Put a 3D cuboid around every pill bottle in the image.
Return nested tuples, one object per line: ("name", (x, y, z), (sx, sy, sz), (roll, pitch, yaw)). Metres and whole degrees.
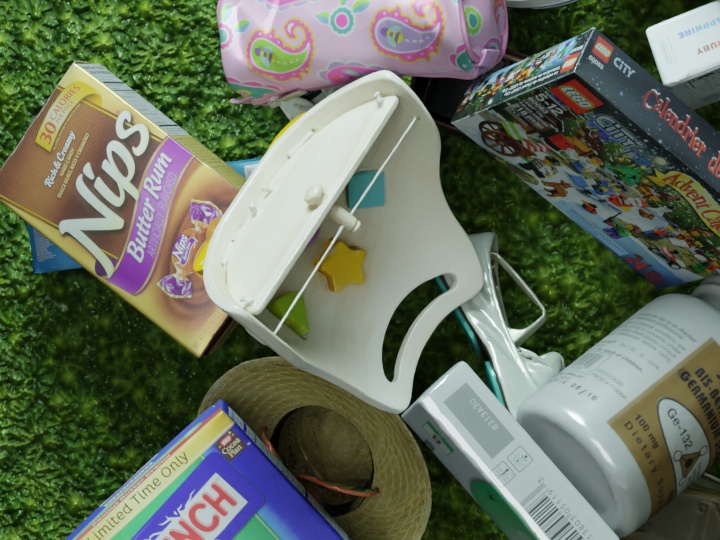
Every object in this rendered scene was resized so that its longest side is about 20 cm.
("pill bottle", (0.213, 0.081, 1.398), (0.200, 0.114, 0.114), (-36, 86, -22))

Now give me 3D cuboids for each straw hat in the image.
("straw hat", (-0.022, 0.130, 1.504), (0.201, 0.085, 0.201), (12, 121, 21))

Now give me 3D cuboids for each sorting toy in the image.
("sorting toy", (0.000, 0.000, 1.391), (0.180, 0.107, 0.200), (43, 68, -26))

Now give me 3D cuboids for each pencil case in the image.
("pencil case", (-0.002, -0.161, 1.391), (0.200, 0.087, 0.088), (-6, 94, 26))

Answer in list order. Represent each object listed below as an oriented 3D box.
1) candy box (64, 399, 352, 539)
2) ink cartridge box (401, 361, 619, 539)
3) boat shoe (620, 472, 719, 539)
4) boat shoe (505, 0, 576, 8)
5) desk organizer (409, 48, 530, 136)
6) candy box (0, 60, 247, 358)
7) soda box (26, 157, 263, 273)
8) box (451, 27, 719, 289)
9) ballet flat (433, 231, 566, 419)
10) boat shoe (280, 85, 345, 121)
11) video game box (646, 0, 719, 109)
("candy box", (-0.093, 0.220, 1.436), (0.169, 0.077, 0.200), (-43, 94, -4))
("ink cartridge box", (0.091, 0.153, 1.423), (0.050, 0.200, 0.161), (-40, 85, -16))
("boat shoe", (0.206, 0.160, 1.478), (0.200, 0.063, 0.073), (17, 103, 18))
("boat shoe", (0.069, -0.219, 1.423), (0.202, 0.086, 0.075), (16, 116, 29))
("desk organizer", (0.130, -0.111, 1.454), (0.200, 0.077, 0.072), (20, 99, 10))
("candy box", (-0.153, -0.044, 1.464), (0.200, 0.056, 0.117), (37, 101, 8))
("soda box", (-0.145, -0.042, 1.525), (0.200, 0.068, 0.064), (-7, 93, 13))
("box", (0.175, -0.068, 1.339), (0.200, 0.137, 0.038), (37, 64, -20))
("ballet flat", (0.110, 0.057, 1.463), (0.069, 0.069, 0.200), (-29, 69, 13))
("boat shoe", (-0.036, -0.134, 1.495), (0.074, 0.065, 0.200), (-39, 86, 12))
("video game box", (0.289, -0.164, 1.352), (0.182, 0.200, 0.047), (-19, 86, 13))
